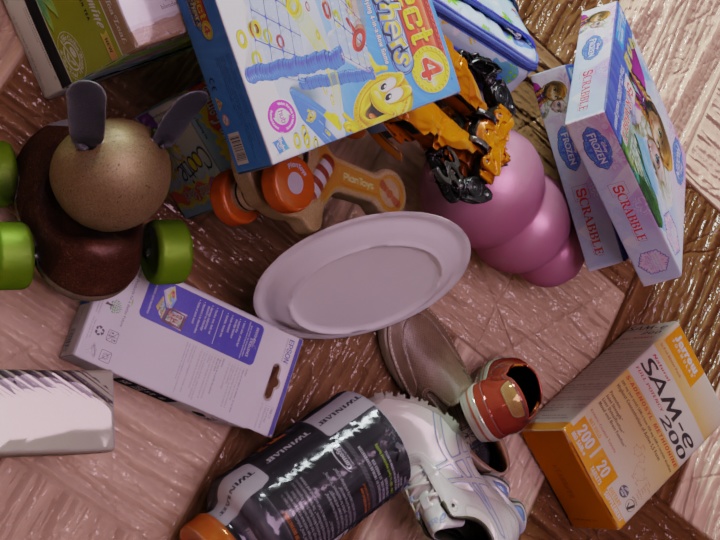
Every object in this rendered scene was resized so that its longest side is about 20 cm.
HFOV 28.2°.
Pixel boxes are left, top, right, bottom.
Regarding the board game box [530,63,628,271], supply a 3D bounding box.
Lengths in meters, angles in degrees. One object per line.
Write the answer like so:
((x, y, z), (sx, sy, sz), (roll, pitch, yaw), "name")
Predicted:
((0.246, -0.115, 1.469), (0.199, 0.041, 0.201), (-26, 100, -65), "board game box")

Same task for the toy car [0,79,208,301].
((-0.202, -0.086, 1.123), (0.164, 0.200, 0.158), (-2, 59, -29), "toy car")

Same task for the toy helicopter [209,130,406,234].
((-0.033, -0.092, 1.217), (0.200, 0.079, 0.133), (17, 69, -45), "toy helicopter")

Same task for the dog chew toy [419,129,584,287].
((0.150, -0.055, 1.415), (0.200, 0.124, 0.125), (41, 64, -31), "dog chew toy")

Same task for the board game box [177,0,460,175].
((-0.038, -0.201, 1.118), (0.195, 0.056, 0.201), (-25, 101, -33), "board game box")

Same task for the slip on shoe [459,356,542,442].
((0.147, 0.117, 1.367), (0.074, 0.061, 0.200), (64, 16, 4), "slip on shoe")

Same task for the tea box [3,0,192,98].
((-0.167, -0.250, 1.187), (0.200, 0.197, 0.134), (-27, 98, -32), "tea box")

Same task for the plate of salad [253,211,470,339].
((0.000, 0.000, 1.276), (0.199, 0.200, 0.048), (5, 52, -32), "plate of salad")

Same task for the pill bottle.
((-0.060, 0.198, 1.247), (0.200, 0.106, 0.106), (-33, 101, -30), "pill bottle")

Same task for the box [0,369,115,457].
((-0.299, 0.113, 1.123), (0.199, 0.082, 0.069), (2, 81, -34), "box")

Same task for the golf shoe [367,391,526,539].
((0.071, 0.196, 1.321), (0.200, 0.078, 0.097), (42, 30, -7), "golf shoe")

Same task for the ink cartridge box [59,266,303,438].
((-0.152, 0.067, 1.248), (0.200, 0.039, 0.100), (27, 69, -25), "ink cartridge box")

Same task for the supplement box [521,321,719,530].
((0.276, 0.159, 1.488), (0.200, 0.073, 0.126), (-38, 104, -31), "supplement box")

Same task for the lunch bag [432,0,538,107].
((0.072, -0.248, 1.363), (0.200, 0.082, 0.161), (26, 31, -32), "lunch bag")

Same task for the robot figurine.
((0.064, -0.147, 1.271), (0.200, 0.058, 0.145), (37, 62, -39), "robot figurine")

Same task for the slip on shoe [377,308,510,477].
((0.083, 0.116, 1.378), (0.076, 0.061, 0.201), (-26, 98, -32), "slip on shoe")

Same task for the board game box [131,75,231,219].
((-0.086, -0.146, 1.280), (0.200, 0.105, 0.103), (-38, 104, -31), "board game box")

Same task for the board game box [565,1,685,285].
((0.262, -0.125, 1.391), (0.200, 0.041, 0.200), (58, 30, -31), "board game box")
